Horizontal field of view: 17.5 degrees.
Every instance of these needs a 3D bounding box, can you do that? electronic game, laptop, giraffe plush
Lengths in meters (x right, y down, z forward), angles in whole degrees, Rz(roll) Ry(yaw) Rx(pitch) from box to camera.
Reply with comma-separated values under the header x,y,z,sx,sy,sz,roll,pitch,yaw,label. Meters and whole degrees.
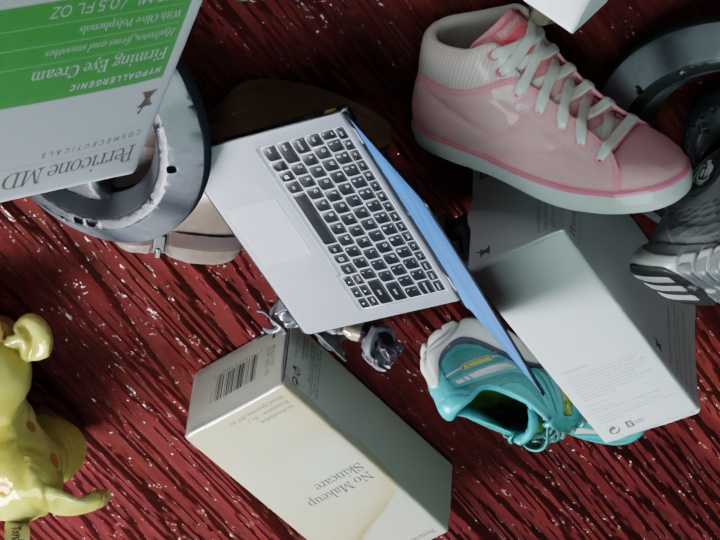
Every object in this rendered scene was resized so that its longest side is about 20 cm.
x,y,z,sx,sy,sz,roll,pitch,yaw,label
0.256,-0.091,1.557,0.199,0.042,0.200,9,136,8,electronic game
0.000,0.000,1.525,0.199,0.116,0.187,-13,132,24,laptop
-0.284,0.103,1.732,0.172,0.200,0.163,-17,110,-20,giraffe plush
-0.183,-0.108,1.547,0.199,0.042,0.201,19,130,25,electronic game

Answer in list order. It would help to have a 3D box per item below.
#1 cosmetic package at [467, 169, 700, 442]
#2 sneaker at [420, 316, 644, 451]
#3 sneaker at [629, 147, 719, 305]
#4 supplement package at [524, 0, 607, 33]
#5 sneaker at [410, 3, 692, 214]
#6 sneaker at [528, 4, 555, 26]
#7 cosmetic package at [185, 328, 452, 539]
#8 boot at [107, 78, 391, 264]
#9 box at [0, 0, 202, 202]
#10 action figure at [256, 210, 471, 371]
x,y,z,sx,sy,sz,roll,pitch,yaw,label
0.156,0.012,1.627,0.081,0.113,0.200,-21,130,24,cosmetic package
0.129,0.102,1.727,0.199,0.080,0.078,16,134,-28,sneaker
0.262,-0.036,1.477,0.075,0.116,0.200,35,163,-37,sneaker
0.086,-0.252,1.327,0.200,0.117,0.117,35,132,10,supplement package
0.121,-0.108,1.509,0.200,0.075,0.105,20,132,25,sneaker
0.161,-0.224,1.431,0.075,0.071,0.200,13,134,-8,sneaker
-0.030,0.138,1.790,0.103,0.073,0.200,-30,123,29,cosmetic package
-0.085,-0.061,1.618,0.199,0.070,0.146,8,140,-1,boot
-0.236,-0.163,1.376,0.199,0.200,0.172,-16,143,-44,box
0.010,0.010,1.669,0.199,0.070,0.130,-20,137,27,action figure
